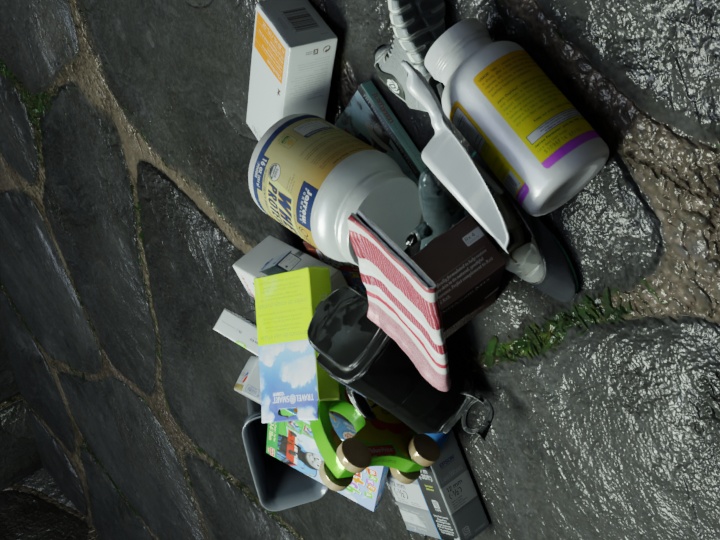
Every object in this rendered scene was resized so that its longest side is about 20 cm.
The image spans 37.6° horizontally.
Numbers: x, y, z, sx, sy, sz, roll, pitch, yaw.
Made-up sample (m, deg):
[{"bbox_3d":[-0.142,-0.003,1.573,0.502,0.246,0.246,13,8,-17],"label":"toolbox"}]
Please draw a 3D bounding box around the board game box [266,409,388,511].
[{"bbox_3d":[-0.051,0.274,1.620,0.199,0.037,0.152,25,140,14],"label":"board game box"}]

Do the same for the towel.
[{"bbox_3d":[0.044,0.037,1.166,0.144,0.023,0.201,45,162,33],"label":"towel"}]

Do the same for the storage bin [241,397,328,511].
[{"bbox_3d":[-0.132,0.294,1.870,0.134,0.145,0.201,-116,13,-61],"label":"storage bin"}]

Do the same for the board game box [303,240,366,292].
[{"bbox_3d":[0.000,0.000,1.503,0.199,0.019,0.103,6,130,55],"label":"board game box"}]

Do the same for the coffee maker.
[{"bbox_3d":[0.054,0.118,1.360,0.191,0.135,0.200,4,157,39],"label":"coffee maker"}]

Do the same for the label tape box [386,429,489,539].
[{"bbox_3d":[0.096,0.298,1.575,0.143,0.066,0.201,-3,113,58],"label":"label tape box"}]

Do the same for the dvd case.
[{"bbox_3d":[0.011,-0.139,1.392,0.146,0.022,0.200,57,149,8],"label":"dvd case"}]

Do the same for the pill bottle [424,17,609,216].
[{"bbox_3d":[0.153,-0.160,1.076,0.200,0.104,0.104,53,149,15],"label":"pill bottle"}]

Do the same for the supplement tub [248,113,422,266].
[{"bbox_3d":[-0.032,-0.099,1.326,0.200,0.144,0.145,34,140,39],"label":"supplement tub"}]

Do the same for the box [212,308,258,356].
[{"bbox_3d":[-0.119,0.132,1.655,0.199,0.041,0.156,30,177,13],"label":"box"}]

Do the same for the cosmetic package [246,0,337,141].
[{"bbox_3d":[-0.094,-0.248,1.395,0.102,0.071,0.201,55,151,33],"label":"cosmetic package"}]

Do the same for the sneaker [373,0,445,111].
[{"bbox_3d":[0.044,-0.267,1.186,0.115,0.075,0.201,17,129,53],"label":"sneaker"}]

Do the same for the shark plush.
[{"bbox_3d":[0.082,-0.058,1.278,0.091,0.083,0.200,51,144,18],"label":"shark plush"}]

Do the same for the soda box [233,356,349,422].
[{"bbox_3d":[-0.100,0.212,1.698,0.199,0.064,0.068,32,167,-15],"label":"soda box"}]

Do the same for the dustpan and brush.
[{"bbox_3d":[0.091,-0.121,1.066,0.200,0.057,0.140,46,-173,-16],"label":"dustpan and brush"}]

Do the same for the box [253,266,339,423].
[{"bbox_3d":[-0.088,0.102,1.434,0.121,0.047,0.202,-11,80,44],"label":"box"}]

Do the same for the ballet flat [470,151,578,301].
[{"bbox_3d":[0.170,-0.044,1.180,0.201,0.073,0.073,62,150,-2],"label":"ballet flat"}]

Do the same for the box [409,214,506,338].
[{"bbox_3d":[0.105,0.016,1.226,0.075,0.100,0.200,53,175,15],"label":"box"}]

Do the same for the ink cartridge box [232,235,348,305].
[{"bbox_3d":[-0.086,0.048,1.593,0.200,0.086,0.147,24,148,50],"label":"ink cartridge box"}]

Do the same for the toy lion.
[{"bbox_3d":[0.012,0.203,1.481,0.069,0.199,0.192,-51,51,36],"label":"toy lion"}]
